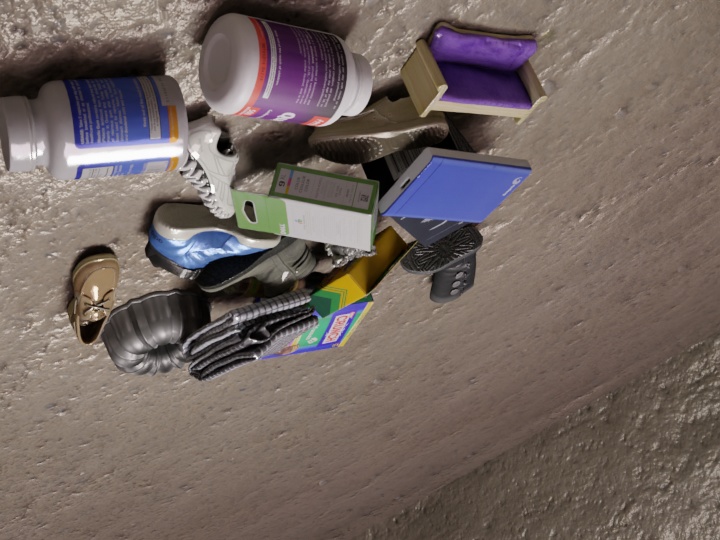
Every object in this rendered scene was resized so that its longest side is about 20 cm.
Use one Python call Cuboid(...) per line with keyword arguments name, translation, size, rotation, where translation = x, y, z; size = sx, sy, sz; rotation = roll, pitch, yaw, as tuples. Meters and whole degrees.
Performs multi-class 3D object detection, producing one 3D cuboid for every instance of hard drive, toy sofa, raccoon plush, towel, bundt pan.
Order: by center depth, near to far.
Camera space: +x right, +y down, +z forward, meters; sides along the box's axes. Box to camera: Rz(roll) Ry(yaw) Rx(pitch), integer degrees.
Cuboid(name="toy sofa", translation=(0.163, -0.265, 1.309), size=(0.198, 0.084, 0.098), rotation=(-2, 149, -35))
Cuboid(name="hard drive", translation=(0.138, -0.120, 1.390), size=(0.198, 0.026, 0.132), rotation=(1, 145, -39))
Cuboid(name="raccoon plush", translation=(-0.006, -0.050, 1.525), size=(0.096, 0.135, 0.200), rotation=(-30, 153, 14))
Cuboid(name="towel", translation=(-0.179, 0.110, 1.579), size=(0.165, 0.087, 0.199), rotation=(-18, 173, -43))
Cuboid(name="bundt pan", translation=(-0.343, 0.118, 1.653), size=(0.200, 0.076, 0.203), rotation=(-19, 154, -9))

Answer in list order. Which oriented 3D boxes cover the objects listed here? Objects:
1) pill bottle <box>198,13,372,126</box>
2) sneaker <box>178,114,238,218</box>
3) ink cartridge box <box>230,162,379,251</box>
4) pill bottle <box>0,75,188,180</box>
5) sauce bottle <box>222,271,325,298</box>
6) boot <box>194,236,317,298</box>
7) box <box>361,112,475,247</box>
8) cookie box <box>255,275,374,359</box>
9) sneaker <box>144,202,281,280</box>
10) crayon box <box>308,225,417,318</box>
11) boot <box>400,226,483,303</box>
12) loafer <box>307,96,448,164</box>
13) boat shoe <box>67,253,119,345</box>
Cuboid(name="pill bottle", translation=(-0.085, -0.233, 1.141), size=(0.198, 0.113, 0.112), rotation=(1, 146, -38))
Cuboid(name="sneaker", translation=(-0.195, -0.137, 1.294), size=(0.080, 0.076, 0.200), rotation=(-31, 154, -2))
Cuboid(name="ink cartridge box", translation=(-0.075, -0.092, 1.346), size=(0.197, 0.060, 0.104), rotation=(10, 153, 5))
Cuboid(name="pill bottle", translation=(-0.307, -0.164, 1.103), size=(0.198, 0.113, 0.112), rotation=(-8, 151, -26))
Cuboid(name="sauce bottle", translation=(-0.143, 0.015, 1.629), size=(0.198, 0.065, 0.065), rotation=(3, 145, -44))
Cuboid(name="boot", translation=(-0.157, 0.005, 1.521), size=(0.199, 0.068, 0.131), rotation=(-32, 141, -15))
Cuboid(name="box", translation=(0.109, -0.140, 1.480), size=(0.147, 0.105, 0.200), rotation=(-29, 154, 13))
Cuboid(name="cookie box", translation=(-0.099, 0.084, 1.777), size=(0.198, 0.076, 0.172), rotation=(-7, 150, -29))
Cuboid(name="sneaker", translation=(-0.224, -0.039, 1.439), size=(0.198, 0.077, 0.112), rotation=(1, 140, -31))
Cuboid(name="crayon box", translation=(0.000, 0.000, 1.595), size=(0.127, 0.051, 0.200), rotation=(-48, -171, -32))
Cuboid(name="boot", translation=(0.149, 0.003, 1.841), size=(0.163, 0.066, 0.200), rotation=(-16, 158, -9))
Cuboid(name="loafer", translation=(0.024, -0.201, 1.345), size=(0.197, 0.069, 0.076), rotation=(-7, 153, 6))
Cuboid(name="boat shoe", translation=(-0.406, 0.045, 1.476), size=(0.070, 0.065, 0.201), rotation=(-7, 151, -27))
